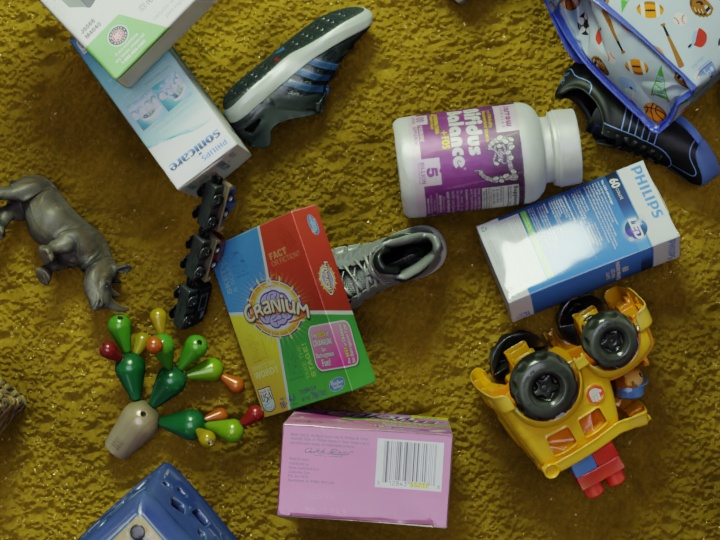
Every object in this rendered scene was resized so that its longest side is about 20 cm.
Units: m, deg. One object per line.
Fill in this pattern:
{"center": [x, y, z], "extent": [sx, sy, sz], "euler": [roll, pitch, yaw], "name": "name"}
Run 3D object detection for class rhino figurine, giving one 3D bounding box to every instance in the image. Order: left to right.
{"center": [-0.327, -0.028, 1.717], "extent": [0.200, 0.060, 0.087], "euler": [45, 47, 1], "name": "rhino figurine"}

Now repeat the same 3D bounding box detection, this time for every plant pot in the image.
{"center": [-0.227, 0.350, 1.656], "extent": [0.200, 0.180, 0.200], "euler": [-42, 88, 0], "name": "plant pot"}

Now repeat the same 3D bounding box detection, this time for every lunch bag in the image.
{"center": [0.312, -0.276, 1.652], "extent": [0.200, 0.124, 0.170], "euler": [45, 62, 7], "name": "lunch bag"}

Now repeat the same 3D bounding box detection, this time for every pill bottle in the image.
{"center": [0.139, -0.124, 1.686], "extent": [0.198, 0.112, 0.113], "euler": [-8, 89, 1], "name": "pill bottle"}

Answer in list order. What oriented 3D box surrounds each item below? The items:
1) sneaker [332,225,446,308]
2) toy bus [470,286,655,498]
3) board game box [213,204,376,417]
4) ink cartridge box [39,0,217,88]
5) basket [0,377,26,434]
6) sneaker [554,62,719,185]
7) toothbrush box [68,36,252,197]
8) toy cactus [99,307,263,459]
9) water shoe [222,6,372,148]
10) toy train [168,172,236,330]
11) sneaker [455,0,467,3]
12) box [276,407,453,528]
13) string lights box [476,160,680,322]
{"center": [0.000, 0.000, 1.686], "extent": [0.199, 0.115, 0.075], "euler": [-25, 88, 1], "name": "sneaker"}
{"center": [0.249, 0.140, 1.678], "extent": [0.199, 0.136, 0.193], "euler": [-32, 101, -2], "name": "toy bus"}
{"center": [-0.077, 0.047, 1.681], "extent": [0.152, 0.040, 0.201], "euler": [-22, 87, 44], "name": "board game box"}
{"center": [-0.261, -0.310, 1.568], "extent": [0.145, 0.084, 0.200], "euler": [-45, 89, 2], "name": "ink cartridge box"}
{"center": [-0.490, 0.175, 1.684], "extent": [0.149, 0.143, 0.200], "euler": [39, 90, 1], "name": "basket"}
{"center": [0.302, -0.155, 1.699], "extent": [0.078, 0.070, 0.200], "euler": [-42, 79, -13], "name": "sneaker"}
{"center": [-0.214, -0.186, 1.681], "extent": [0.085, 0.146, 0.200], "euler": [-37, 89, 1], "name": "toothbrush box"}
{"center": [-0.222, 0.144, 1.710], "extent": [0.200, 0.102, 0.165], "euler": [39, 100, -6], "name": "toy cactus"}
{"center": [-0.061, -0.217, 1.727], "extent": [0.199, 0.072, 0.079], "euler": [-36, 116, -1], "name": "water shoe"}
{"center": [-0.169, -0.021, 1.688], "extent": [0.034, 0.046, 0.201], "euler": [38, 127, 29], "name": "toy train"}
{"center": [0.139, -0.400, 1.709], "extent": [0.082, 0.075, 0.201], "euler": [34, 91, 0], "name": "sneaker"}
{"center": [0.008, 0.206, 1.640], "extent": [0.174, 0.200, 0.098], "euler": [4, 89, 2], "name": "box"}
{"center": [0.239, -0.032, 1.690], "extent": [0.199, 0.059, 0.103], "euler": [-21, 63, 1], "name": "string lights box"}
